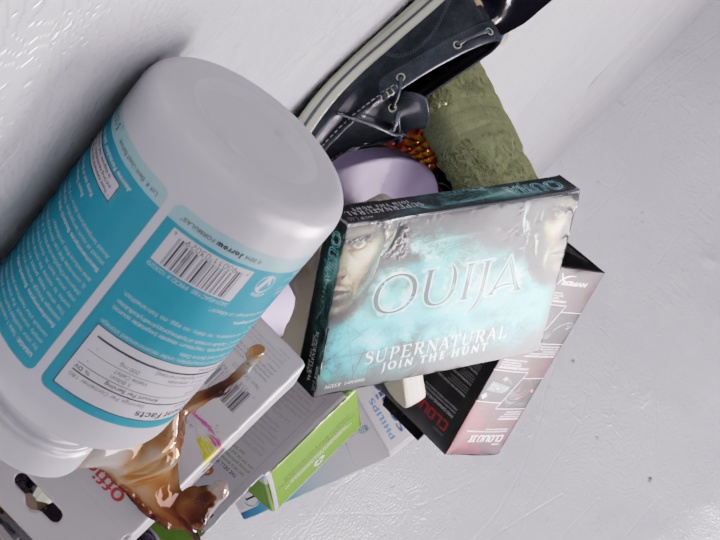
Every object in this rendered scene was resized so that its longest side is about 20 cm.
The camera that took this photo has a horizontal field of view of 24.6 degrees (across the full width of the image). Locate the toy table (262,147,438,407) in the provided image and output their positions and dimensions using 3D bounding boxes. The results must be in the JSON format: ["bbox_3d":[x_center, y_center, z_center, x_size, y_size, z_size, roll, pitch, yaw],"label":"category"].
[{"bbox_3d":[0.000,0.000,1.196,0.200,0.117,0.184,-37,135,-14],"label":"toy table"}]

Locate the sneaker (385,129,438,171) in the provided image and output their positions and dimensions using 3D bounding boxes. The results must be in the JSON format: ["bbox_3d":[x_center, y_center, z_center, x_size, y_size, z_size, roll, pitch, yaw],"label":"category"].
[{"bbox_3d":[0.047,-0.104,1.436,0.200,0.073,0.077,-42,-165,50],"label":"sneaker"}]

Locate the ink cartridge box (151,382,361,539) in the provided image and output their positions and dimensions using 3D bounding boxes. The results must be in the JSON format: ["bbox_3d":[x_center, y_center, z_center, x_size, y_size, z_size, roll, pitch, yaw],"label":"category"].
[{"bbox_3d":[-0.120,0.126,1.259,0.200,0.148,0.076,-44,156,-19],"label":"ink cartridge box"}]

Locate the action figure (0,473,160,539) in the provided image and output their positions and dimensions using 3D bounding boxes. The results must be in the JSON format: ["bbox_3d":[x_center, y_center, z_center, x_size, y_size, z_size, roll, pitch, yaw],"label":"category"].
[{"bbox_3d":[-0.175,0.142,1.120,0.069,0.130,0.201,-18,-140,58],"label":"action figure"}]

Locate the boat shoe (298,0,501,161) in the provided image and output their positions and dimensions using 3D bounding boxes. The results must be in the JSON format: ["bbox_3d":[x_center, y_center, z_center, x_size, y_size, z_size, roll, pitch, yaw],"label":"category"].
[{"bbox_3d":[0.015,-0.113,1.093,0.200,0.062,0.075,-44,176,-13],"label":"boat shoe"}]

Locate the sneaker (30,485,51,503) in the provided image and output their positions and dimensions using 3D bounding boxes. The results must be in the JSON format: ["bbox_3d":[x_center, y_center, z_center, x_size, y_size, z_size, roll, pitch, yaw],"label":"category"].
[{"bbox_3d":[-0.199,0.176,1.362,0.070,0.093,0.200,-51,173,39],"label":"sneaker"}]

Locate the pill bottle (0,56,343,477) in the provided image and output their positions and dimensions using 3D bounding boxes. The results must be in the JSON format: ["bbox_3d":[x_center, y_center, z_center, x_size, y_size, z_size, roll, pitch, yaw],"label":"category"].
[{"bbox_3d":[-0.106,0.006,0.771,0.200,0.111,0.111,-48,174,24],"label":"pill bottle"}]

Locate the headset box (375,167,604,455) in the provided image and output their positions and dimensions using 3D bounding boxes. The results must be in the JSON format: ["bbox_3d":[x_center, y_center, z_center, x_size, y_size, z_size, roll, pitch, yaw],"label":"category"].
[{"bbox_3d":[0.081,0.042,1.330,0.075,0.149,0.201,7,119,-47],"label":"headset box"}]

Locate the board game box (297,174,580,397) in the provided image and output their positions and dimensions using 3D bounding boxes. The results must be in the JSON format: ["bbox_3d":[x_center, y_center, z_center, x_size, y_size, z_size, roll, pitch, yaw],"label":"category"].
[{"bbox_3d":[0.055,0.009,1.138,0.199,0.028,0.136,-10,125,-33],"label":"board game box"}]

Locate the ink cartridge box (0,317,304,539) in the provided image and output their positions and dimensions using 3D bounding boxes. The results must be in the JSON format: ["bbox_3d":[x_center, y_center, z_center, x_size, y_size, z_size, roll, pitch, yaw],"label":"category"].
[{"bbox_3d":[-0.146,0.094,1.059,0.200,0.115,0.068,-44,175,-18],"label":"ink cartridge box"}]

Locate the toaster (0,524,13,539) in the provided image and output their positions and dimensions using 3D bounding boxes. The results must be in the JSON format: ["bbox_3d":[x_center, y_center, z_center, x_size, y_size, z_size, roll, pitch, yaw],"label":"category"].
[{"bbox_3d":[-0.277,0.240,1.047,0.200,0.129,0.114,-49,173,26],"label":"toaster"}]

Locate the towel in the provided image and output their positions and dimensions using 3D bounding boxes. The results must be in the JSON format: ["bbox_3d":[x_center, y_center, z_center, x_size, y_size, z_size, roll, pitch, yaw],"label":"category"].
[{"bbox_3d":[0.082,-0.105,1.246,0.036,0.149,0.200,-28,180,17],"label":"towel"}]

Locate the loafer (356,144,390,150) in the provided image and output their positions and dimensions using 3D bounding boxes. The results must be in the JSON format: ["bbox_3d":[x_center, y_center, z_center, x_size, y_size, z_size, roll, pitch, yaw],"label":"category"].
[{"bbox_3d":[-0.018,-0.028,1.366,0.067,0.076,0.200,-50,178,-43],"label":"loafer"}]

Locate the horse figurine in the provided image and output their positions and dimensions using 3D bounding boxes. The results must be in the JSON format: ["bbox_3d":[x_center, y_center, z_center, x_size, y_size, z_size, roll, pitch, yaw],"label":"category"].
[{"bbox_3d":[-0.146,0.082,0.950,0.199,0.050,0.133,17,121,-35],"label":"horse figurine"}]

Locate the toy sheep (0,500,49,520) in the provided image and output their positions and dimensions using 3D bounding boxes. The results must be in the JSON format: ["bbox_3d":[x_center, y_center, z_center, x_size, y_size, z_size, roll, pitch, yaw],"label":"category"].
[{"bbox_3d":[-0.259,0.241,1.176,0.200,0.138,0.138,-55,171,25],"label":"toy sheep"}]

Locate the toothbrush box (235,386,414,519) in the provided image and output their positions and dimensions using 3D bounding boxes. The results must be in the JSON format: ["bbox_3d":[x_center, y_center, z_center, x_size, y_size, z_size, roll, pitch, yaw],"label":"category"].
[{"bbox_3d":[-0.054,0.116,1.467,0.200,0.147,0.085,-30,-179,41],"label":"toothbrush box"}]

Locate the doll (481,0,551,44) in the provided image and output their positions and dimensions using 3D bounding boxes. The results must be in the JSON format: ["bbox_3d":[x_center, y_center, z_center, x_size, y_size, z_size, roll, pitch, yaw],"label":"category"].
[{"bbox_3d":[0.123,-0.216,1.233,0.200,0.048,0.137,-43,173,-33],"label":"doll"}]
